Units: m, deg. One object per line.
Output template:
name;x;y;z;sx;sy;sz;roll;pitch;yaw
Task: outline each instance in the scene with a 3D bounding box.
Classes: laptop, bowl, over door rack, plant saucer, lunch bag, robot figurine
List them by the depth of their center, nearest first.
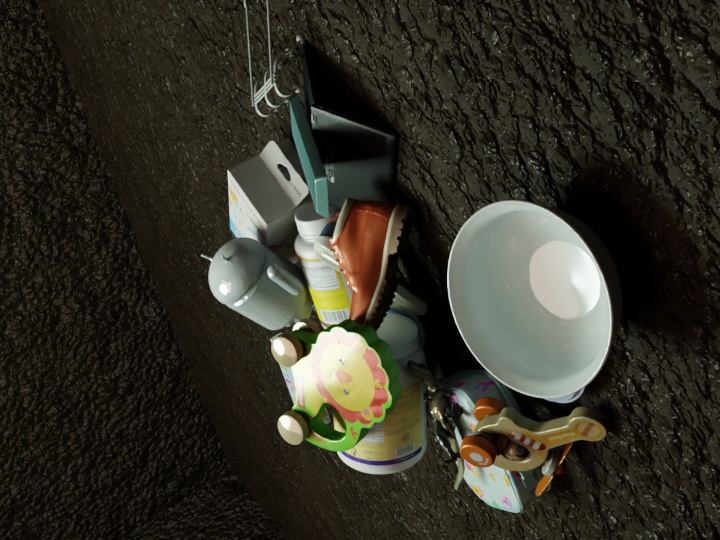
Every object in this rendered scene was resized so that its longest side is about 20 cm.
bowl;0.191;0.019;0.895;0.199;0.090;0.205;20;119;40
plant saucer;-0.073;-0.160;1.211;0.202;0.019;0.071;-110;13;-44
lunch bag;0.186;0.241;1.240;0.202;0.076;0.160;62;158;-2
laptop;-0.020;-0.193;1.258;0.197;0.117;0.189;22;146;14
over door rack;-0.133;-0.338;1.263;0.147;0.066;0.204;172;83;-71
robot figurine;-0.164;0.021;1.415;0.199;0.115;0.168;33;150;-33

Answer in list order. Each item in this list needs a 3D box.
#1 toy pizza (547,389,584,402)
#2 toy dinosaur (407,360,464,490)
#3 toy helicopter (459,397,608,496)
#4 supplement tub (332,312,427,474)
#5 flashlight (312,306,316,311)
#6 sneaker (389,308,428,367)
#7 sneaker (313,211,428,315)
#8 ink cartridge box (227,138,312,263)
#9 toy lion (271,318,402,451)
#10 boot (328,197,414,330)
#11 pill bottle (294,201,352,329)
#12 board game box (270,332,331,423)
toy pizza;0.204;0.064;1.042;0.201;0.031;0.202;49;156;31
toy dinosaur;0.118;0.217;1.199;0.088;0.047;0.203;-151;43;-82
toy helicopter;0.229;0.214;1.086;0.132;0.079;0.199;44;139;-16
supplement tub;0.028;0.179;1.297;0.145;0.143;0.204;29;128;53
flashlight;-0.036;0.111;1.598;0.201;0.067;0.068;55;169;14
sneaker;0.053;0.125;1.380;0.078;0.089;0.203;33;145;49
sneaker;0.030;-0.014;1.284;0.199;0.085;0.075;37;156;-18
ink cartridge box;-0.142;-0.110;1.477;0.129;0.124;0.201;51;158;22
toy lion;-0.028;0.160;1.200;0.189;0.068;0.204;14;117;32
boot;0.000;0.000;1.207;0.105;0.204;0.075;15;-177;15
pill bottle;-0.039;-0.008;1.394;0.109;0.108;0.203;28;141;54
board game box;-0.141;0.259;2.063;0.134;0.034;0.203;31;144;53
